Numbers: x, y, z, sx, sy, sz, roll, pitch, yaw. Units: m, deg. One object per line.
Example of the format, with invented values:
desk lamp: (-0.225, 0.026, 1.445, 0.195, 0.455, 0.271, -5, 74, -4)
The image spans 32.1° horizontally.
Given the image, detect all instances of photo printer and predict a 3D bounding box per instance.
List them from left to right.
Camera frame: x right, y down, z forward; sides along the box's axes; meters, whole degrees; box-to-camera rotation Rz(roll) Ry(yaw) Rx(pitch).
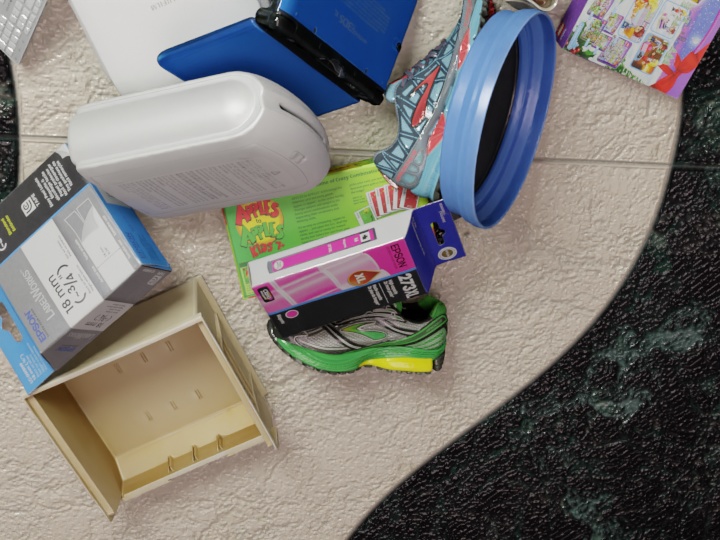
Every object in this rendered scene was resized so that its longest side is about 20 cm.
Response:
photo printer: (-0.175, -0.254, 1.095, 0.164, 0.070, 0.202, -21, 120, 4)
photo printer: (-0.132, -0.110, 1.109, 0.197, 0.071, 0.166, -9, 163, 19)

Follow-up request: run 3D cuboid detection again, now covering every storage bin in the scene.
storage bin: (-0.212, 0.138, 1.299, 0.198, 0.094, 0.200, -24, 120, 5)

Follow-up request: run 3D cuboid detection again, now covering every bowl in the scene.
bowl: (0.126, -0.141, 1.146, 0.039, 0.200, 0.203, 18, 121, 21)

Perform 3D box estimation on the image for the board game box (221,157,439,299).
board game box: (-0.030, -0.046, 1.227, 0.197, 0.048, 0.103, -13, 100, 1)

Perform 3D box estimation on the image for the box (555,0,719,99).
box: (0.286, -0.277, 1.170, 0.135, 0.039, 0.202, 19, 115, -18)

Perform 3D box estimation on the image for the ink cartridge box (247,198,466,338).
ink cartridge box: (0.000, 0.000, 1.184, 0.197, 0.037, 0.095, -20, 142, 6)

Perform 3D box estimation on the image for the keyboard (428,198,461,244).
keyboard: (0.023, -0.046, 1.272, 0.198, 0.040, 0.105, -25, 100, 5)

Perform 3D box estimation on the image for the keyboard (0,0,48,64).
keyboard: (-0.281, -0.255, 1.054, 0.056, 0.011, 0.200, 38, 136, -4)

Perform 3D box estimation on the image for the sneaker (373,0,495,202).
sneaker: (0.065, -0.171, 1.158, 0.094, 0.079, 0.203, 17, 89, 16)

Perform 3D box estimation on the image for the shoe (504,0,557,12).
shoe: (0.118, -0.311, 1.116, 0.070, 0.054, 0.200, -36, 118, 12)

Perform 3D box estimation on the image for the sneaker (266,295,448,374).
sneaker: (-0.003, 0.055, 1.303, 0.197, 0.078, 0.086, 1, 113, -19)

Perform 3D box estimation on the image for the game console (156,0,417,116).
game console: (-0.058, -0.218, 1.099, 0.199, 0.117, 0.173, 25, 85, -62)

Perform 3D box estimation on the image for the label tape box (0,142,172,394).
label tape box: (-0.297, 0.002, 1.182, 0.199, 0.063, 0.145, -39, 75, 13)
